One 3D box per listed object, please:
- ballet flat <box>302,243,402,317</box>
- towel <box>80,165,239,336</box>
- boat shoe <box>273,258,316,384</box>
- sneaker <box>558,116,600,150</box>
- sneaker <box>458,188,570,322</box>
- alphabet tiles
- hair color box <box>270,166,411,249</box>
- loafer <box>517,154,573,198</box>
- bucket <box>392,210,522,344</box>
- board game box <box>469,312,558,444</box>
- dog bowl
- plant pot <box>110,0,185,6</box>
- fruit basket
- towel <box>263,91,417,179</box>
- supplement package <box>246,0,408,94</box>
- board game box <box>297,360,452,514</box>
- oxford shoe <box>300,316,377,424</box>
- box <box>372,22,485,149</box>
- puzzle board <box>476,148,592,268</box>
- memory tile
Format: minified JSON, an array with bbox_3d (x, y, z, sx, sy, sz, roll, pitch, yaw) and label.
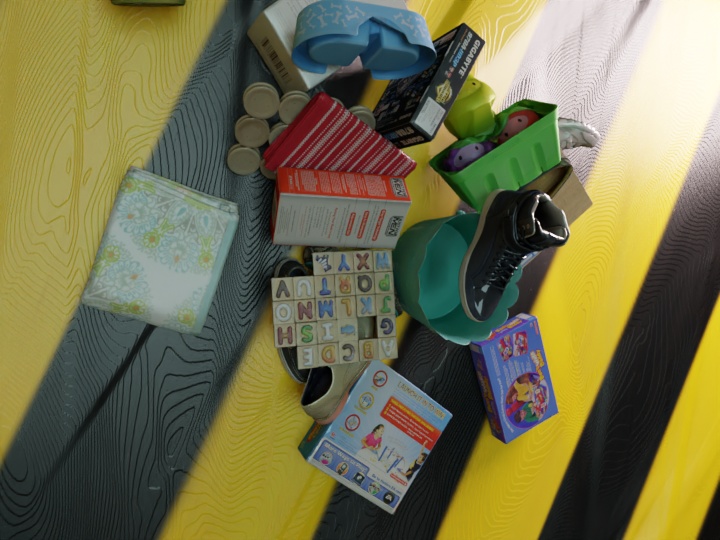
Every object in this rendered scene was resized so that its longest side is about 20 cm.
[{"bbox_3d":[0.000,0.000,0.906,0.198,0.067,0.077,31,68,-21],"label":"ballet flat"},{"bbox_3d":[-0.276,-0.025,0.792,0.168,0.048,0.204,20,88,-21],"label":"towel"},{"bbox_3d":[-0.098,0.084,0.872,0.067,0.056,0.205,-12,100,-21],"label":"boat shoe"},{"bbox_3d":[0.348,-0.241,1.031,0.195,0.075,0.084,4,110,-18],"label":"sneaker"},{"bbox_3d":[0.217,-0.018,0.802,0.075,0.146,0.207,13,91,-24],"label":"sneaker"},{"bbox_3d":[-0.037,0.057,0.848,0.195,0.008,0.172,-3,88,-21],"label":"alphabet tiles"},{"bbox_3d":[-0.032,-0.091,0.842,0.195,0.062,0.103,2,137,-16],"label":"hair color box"},{"bbox_3d":[0.283,-0.119,0.963,0.072,0.072,0.202,32,99,-22],"label":"loafer"},{"bbox_3d":[0.150,0.007,0.927,0.202,0.134,0.213,-3,98,-22],"label":"bucket"},{"bbox_3d":[0.291,0.202,1.058,0.132,0.045,0.204,-21,104,-20],"label":"board game box"},{"bbox_3d":[0.005,-0.298,0.725,0.196,0.111,0.051,-3,86,-24],"label":"dog bowl"},{"bbox_3d":[-0.275,-0.440,0.690,0.183,0.187,0.205,-10,114,-21],"label":"plant pot"},{"bbox_3d":[0.200,-0.230,0.908,0.210,0.156,0.221,-4,111,-10],"label":"fruit basket"},{"bbox_3d":[-0.029,-0.161,0.830,0.198,0.023,0.144,27,126,-35],"label":"towel"},{"bbox_3d":[-0.046,-0.357,0.813,0.199,0.117,0.118,-39,109,-14],"label":"supplement package"},{"bbox_3d":[0.028,0.272,0.947,0.199,0.056,0.198,39,80,-22],"label":"board game box"},{"bbox_3d":[-0.031,0.138,0.879,0.203,0.069,0.074,-66,149,-18],"label":"oxford shoe"},{"bbox_3d":[0.082,-0.260,0.834,0.046,0.199,0.161,31,83,-21],"label":"box"},{"bbox_3d":[0.315,-0.111,1.024,0.199,0.017,0.151,-42,114,3],"label":"puzzle board"},{"bbox_3d":[-0.087,-0.191,0.819,0.196,0.017,0.154,6,137,-24],"label":"memory tile"}]
